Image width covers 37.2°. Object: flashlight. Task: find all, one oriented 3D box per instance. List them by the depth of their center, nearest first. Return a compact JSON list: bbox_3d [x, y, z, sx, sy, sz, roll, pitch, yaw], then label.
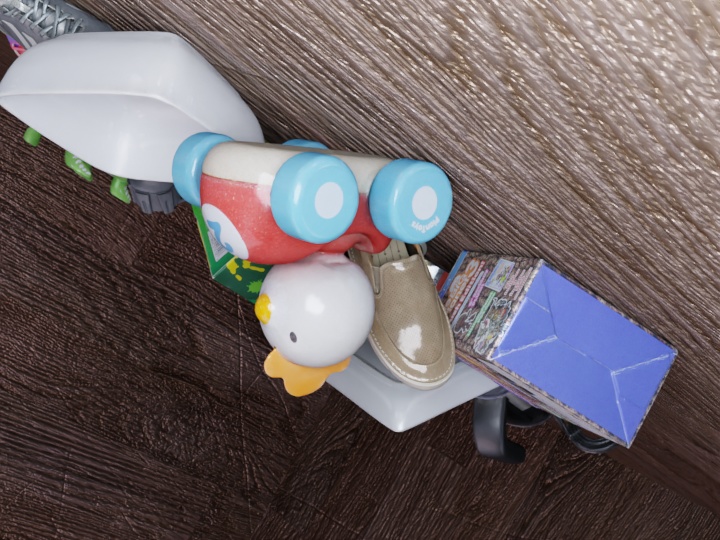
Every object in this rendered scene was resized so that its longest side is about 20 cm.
[{"bbox_3d":[-0.235,-0.138,1.133,0.067,0.068,0.201,38,153,22],"label":"flashlight"}]

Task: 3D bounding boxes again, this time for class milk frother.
[{"bbox_3d":[0.230,0.141,1.343,0.197,0.184,0.188,-18,156,18],"label":"milk frother"}]

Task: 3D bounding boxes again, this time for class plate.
[{"bbox_3d":[0.063,0.087,1.158,0.199,0.197,0.033,28,133,53],"label":"plate"}]

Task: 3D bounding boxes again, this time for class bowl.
[{"bbox_3d":[-0.191,-0.145,0.941,0.197,0.076,0.199,4,164,25],"label":"bowl"}]

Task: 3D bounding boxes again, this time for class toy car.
[{"bbox_3d":[-0.047,0.004,0.838,0.175,0.204,0.183,-1,-169,-38],"label":"toy car"}]

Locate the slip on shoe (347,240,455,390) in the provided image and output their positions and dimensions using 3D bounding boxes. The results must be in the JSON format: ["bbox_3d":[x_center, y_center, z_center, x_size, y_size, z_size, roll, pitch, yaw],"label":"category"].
[{"bbox_3d":[0.034,0.007,0.958,0.075,0.203,0.061,-12,162,-13],"label":"slip on shoe"}]

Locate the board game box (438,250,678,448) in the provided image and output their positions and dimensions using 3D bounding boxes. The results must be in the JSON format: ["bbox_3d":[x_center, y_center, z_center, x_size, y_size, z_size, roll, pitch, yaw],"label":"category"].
[{"bbox_3d":[0.167,0.066,0.999,0.158,0.098,0.200,32,175,-14],"label":"board game box"}]

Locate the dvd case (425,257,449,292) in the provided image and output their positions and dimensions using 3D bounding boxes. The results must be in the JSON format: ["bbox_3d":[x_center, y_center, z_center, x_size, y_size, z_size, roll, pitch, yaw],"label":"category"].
[{"bbox_3d":[0.038,0.045,1.294,0.198,0.148,0.022,30,178,1],"label":"dvd case"}]

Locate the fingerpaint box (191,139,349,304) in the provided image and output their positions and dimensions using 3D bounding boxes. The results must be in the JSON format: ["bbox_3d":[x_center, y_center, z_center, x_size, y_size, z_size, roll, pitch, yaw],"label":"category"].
[{"bbox_3d":[-0.090,-0.048,1.085,0.166,0.073,0.202,36,-157,-43],"label":"fingerpaint box"}]

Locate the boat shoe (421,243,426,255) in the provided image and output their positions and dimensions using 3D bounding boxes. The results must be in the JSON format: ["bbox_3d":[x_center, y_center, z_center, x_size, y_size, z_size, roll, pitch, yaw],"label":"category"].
[{"bbox_3d":[0.014,-0.033,1.125,0.071,0.068,0.200,26,177,24],"label":"boat shoe"}]

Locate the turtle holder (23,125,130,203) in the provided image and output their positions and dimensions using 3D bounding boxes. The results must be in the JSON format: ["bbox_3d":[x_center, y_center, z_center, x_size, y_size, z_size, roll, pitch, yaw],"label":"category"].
[{"bbox_3d":[-0.306,-0.179,1.215,0.184,0.133,0.140,34,175,-29],"label":"turtle holder"}]

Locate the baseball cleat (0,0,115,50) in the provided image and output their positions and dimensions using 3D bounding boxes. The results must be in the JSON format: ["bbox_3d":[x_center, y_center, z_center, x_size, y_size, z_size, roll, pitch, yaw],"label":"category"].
[{"bbox_3d":[-0.309,-0.236,1.014,0.198,0.070,0.106,28,175,25],"label":"baseball cleat"}]

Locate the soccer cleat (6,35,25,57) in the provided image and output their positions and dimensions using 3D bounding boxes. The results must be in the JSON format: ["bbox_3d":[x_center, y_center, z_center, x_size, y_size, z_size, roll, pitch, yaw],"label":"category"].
[{"bbox_3d":[-0.358,-0.241,1.228,0.066,0.077,0.200,28,175,21],"label":"soccer cleat"}]
